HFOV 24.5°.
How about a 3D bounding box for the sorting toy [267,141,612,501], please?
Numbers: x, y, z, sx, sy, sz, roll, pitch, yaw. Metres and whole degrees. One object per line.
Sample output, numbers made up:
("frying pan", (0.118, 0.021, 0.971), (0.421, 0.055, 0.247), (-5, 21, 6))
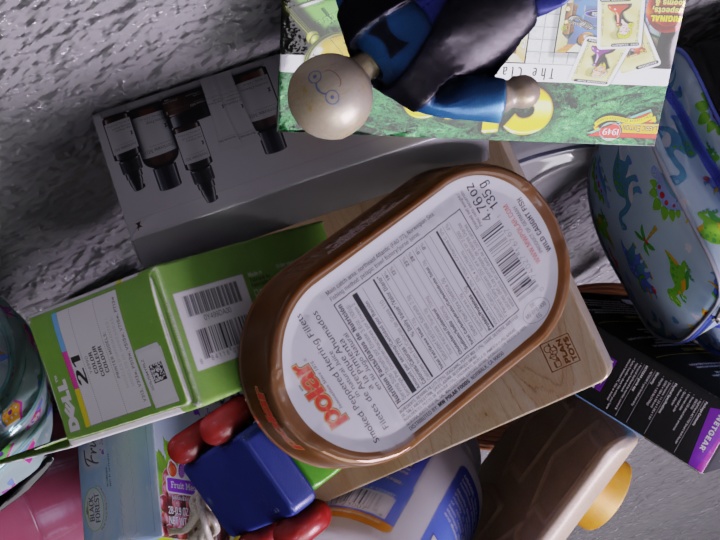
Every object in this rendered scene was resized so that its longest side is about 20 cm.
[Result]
("sorting toy", (0.026, 0.006, 1.000), (0.198, 0.200, 0.070), (-26, 178, 19))

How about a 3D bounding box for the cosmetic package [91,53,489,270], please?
("cosmetic package", (-0.037, -0.072, 0.898), (0.199, 0.083, 0.051), (-19, 159, -5))

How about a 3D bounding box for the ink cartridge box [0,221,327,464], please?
("ink cartridge box", (-0.124, 0.046, 0.925), (0.200, 0.076, 0.148), (-19, 179, 36))

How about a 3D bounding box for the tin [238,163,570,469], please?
("tin", (0.027, 0.021, 0.863), (0.200, 0.112, 0.042), (-37, -171, -25))

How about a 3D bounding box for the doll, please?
("doll", (0.044, -0.136, 0.766), (0.200, 0.136, 0.048), (-43, 178, -2))

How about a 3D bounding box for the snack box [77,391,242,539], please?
("snack box", (-0.114, 0.111, 1.134), (0.067, 0.169, 0.200), (-14, 161, 22))

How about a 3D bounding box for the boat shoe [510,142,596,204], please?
("boat shoe", (0.085, -0.030, 1.124), (0.200, 0.066, 0.074), (-31, 155, 23))

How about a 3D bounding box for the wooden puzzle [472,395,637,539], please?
("wooden puzzle", (0.116, 0.163, 1.119), (0.185, 0.046, 0.200), (-55, -169, 8))

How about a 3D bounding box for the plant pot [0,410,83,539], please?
("plant pot", (-0.252, 0.185, 1.194), (0.179, 0.200, 0.200), (-21, 164, -45))

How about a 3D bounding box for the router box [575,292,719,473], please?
("router box", (0.200, 0.070, 1.105), (0.051, 0.149, 0.200), (-63, 156, 11))

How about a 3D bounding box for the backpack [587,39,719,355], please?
("backpack", (0.233, -0.039, 1.064), (0.147, 0.183, 0.200), (-21, 158, -10))

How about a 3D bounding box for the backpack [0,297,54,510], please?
("backpack", (-0.280, 0.093, 0.983), (0.199, 0.167, 0.127), (-22, 154, -14))

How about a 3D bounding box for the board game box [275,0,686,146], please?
("board game box", (0.059, -0.113, 0.831), (0.199, 0.024, 0.105), (1, 130, -4))

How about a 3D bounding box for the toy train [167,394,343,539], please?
("toy train", (-0.045, 0.103, 0.952), (0.116, 0.085, 0.200), (-35, 179, -25))

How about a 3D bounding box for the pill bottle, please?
("pill bottle", (0.017, 0.165, 1.085), (0.112, 0.112, 0.200), (-32, -172, 27))

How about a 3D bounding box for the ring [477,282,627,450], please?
("ring", (0.152, 0.077, 1.306), (0.200, 0.201, 0.019), (-24, 117, 8))
